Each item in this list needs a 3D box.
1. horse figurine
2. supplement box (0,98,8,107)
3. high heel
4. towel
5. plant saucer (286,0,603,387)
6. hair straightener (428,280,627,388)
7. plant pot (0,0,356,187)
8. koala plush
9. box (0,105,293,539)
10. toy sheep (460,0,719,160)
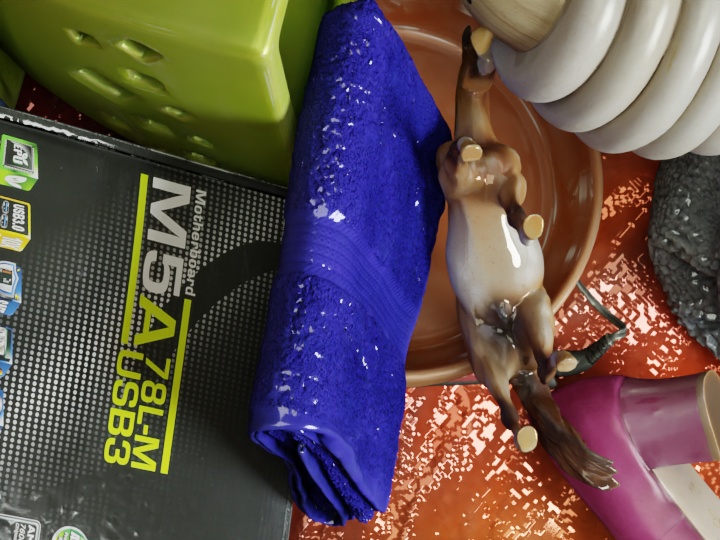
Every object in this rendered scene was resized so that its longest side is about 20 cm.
[{"bbox_3d":[0.065,0.001,1.303,0.050,0.133,0.201,-15,104,-2],"label":"horse figurine"},{"bbox_3d":[-0.295,-0.068,1.278,0.200,0.134,0.200,40,85,29],"label":"supplement box"},{"bbox_3d":[0.148,0.144,1.416,0.096,0.067,0.201,-9,98,28],"label":"high heel"},{"bbox_3d":[0.000,0.000,1.278,0.049,0.148,0.201,5,71,11],"label":"towel"},{"bbox_3d":[0.014,-0.042,1.385,0.199,0.032,0.202,2,74,-6],"label":"plant saucer"},{"bbox_3d":[0.028,0.019,1.397,0.199,0.041,0.077,-1,89,-1],"label":"hair straightener"},{"bbox_3d":[-0.093,-0.165,1.298,0.180,0.200,0.200,11,74,8],"label":"plant pot"},{"bbox_3d":[0.229,-0.013,1.342,0.184,0.200,0.178,41,86,-4],"label":"koala plush"},{"bbox_3d":[-0.108,0.047,1.262,0.192,0.047,0.201,15,77,-36],"label":"box"},{"bbox_3d":[0.128,-0.113,1.286,0.199,0.138,0.139,13,88,-21],"label":"toy sheep"}]
